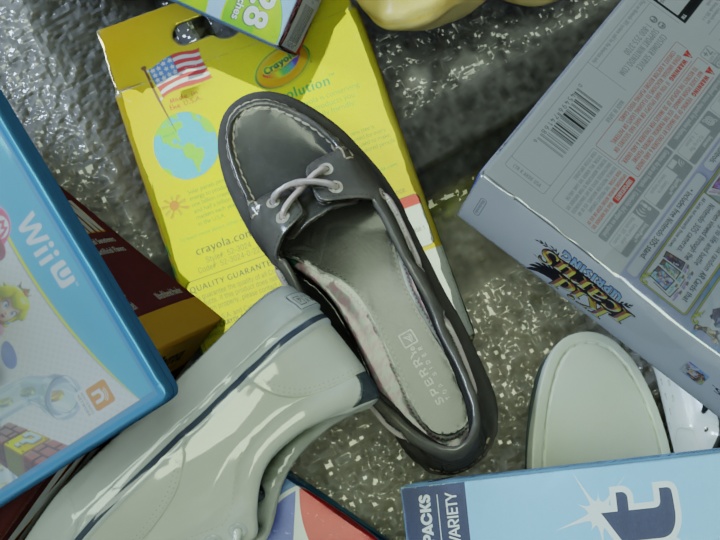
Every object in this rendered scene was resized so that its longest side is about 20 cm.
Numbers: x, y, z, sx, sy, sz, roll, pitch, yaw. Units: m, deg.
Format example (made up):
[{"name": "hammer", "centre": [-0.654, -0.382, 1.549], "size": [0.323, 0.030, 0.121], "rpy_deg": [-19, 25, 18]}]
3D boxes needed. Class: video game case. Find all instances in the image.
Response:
[{"name": "video game case", "centre": [-0.189, 0.038, 0.703], "size": [0.199, 0.018, 0.144], "rpy_deg": [-32, 88, 13]}, {"name": "video game case", "centre": [0.172, -0.043, 0.814], "size": [0.181, 0.046, 0.200], "rpy_deg": [37, 61, 6]}]

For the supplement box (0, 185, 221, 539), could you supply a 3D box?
[{"name": "supplement box", "centre": [-0.208, 0.046, 0.786], "size": [0.197, 0.133, 0.200], "rpy_deg": [38, 102, 6]}]

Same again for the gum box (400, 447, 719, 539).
[{"name": "gum box", "centre": [0.124, 0.162, 0.734], "size": [0.198, 0.045, 0.171], "rpy_deg": [-8, 84, 18]}]

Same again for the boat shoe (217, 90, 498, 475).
[{"name": "boat shoe", "centre": [0.000, 0.000, 0.795], "size": [0.067, 0.057, 0.201], "rpy_deg": [-32, 84, -2]}]

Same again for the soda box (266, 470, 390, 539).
[{"name": "soda box", "centre": [-0.021, 0.141, 0.824], "size": [0.199, 0.068, 0.064], "rpy_deg": [34, 86, 6]}]

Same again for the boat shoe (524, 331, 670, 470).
[{"name": "boat shoe", "centre": [0.106, 0.131, 0.822], "size": [0.072, 0.062, 0.202], "rpy_deg": [-7, 84, -19]}]

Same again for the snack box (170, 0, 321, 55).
[{"name": "snack box", "centre": [-0.067, -0.224, 0.805], "size": [0.168, 0.068, 0.201], "rpy_deg": [25, 96, 4]}]

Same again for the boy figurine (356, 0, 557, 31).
[{"name": "boy figurine", "centre": [0.079, -0.177, 0.842], "size": [0.200, 0.125, 0.064], "rpy_deg": [-44, 42, -10]}]

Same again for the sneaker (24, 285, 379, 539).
[{"name": "sneaker", "centre": [-0.076, 0.099, 0.754], "size": [0.071, 0.073, 0.200], "rpy_deg": [45, 96, 13]}]

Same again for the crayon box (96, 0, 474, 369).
[{"name": "crayon box", "centre": [-0.036, -0.039, 0.855], "size": [0.126, 0.051, 0.201], "rpy_deg": [-19, 84, 0]}]

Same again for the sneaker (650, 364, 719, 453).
[{"name": "sneaker", "centre": [0.170, 0.049, 0.824], "size": [0.073, 0.080, 0.201], "rpy_deg": [-16, 81, 2]}]
